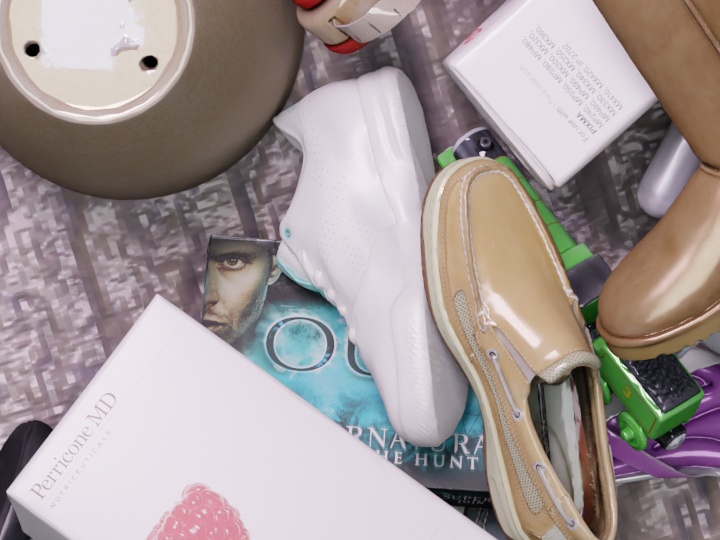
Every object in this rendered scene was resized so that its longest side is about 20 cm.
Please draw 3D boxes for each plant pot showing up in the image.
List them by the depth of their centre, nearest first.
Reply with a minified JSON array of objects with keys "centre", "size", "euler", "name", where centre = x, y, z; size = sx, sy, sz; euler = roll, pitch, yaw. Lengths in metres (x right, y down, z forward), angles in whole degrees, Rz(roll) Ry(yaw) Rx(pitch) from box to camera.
[{"centre":[-0.123,-0.121,1.305],"size":[0.187,0.200,0.188],"euler":[0,95,0],"name":"plant pot"}]

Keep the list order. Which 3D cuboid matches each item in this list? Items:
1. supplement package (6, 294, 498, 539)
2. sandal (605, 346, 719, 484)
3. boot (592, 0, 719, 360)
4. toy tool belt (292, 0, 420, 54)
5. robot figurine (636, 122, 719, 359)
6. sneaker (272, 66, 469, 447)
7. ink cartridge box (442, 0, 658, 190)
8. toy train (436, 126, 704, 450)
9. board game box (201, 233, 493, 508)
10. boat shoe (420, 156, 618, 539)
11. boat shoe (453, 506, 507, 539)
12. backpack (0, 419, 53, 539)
[{"centre":[-0.052,0.126,1.267],"size":[0.200,0.120,0.121],"euler":[35,77,5],"name":"supplement package"},{"centre":[0.168,0.076,1.401],"size":[0.202,0.050,0.083],"euler":[2,93,1],"name":"sandal"},{"centre":[0.144,-0.080,1.236],"size":[0.175,0.066,0.200],"euler":[-36,119,-3],"name":"boot"},{"centre":[-0.009,-0.222,1.324],"size":[0.123,0.125,0.200],"euler":[33,78,-30],"name":"toy tool belt"},{"centre":[0.220,-0.036,1.358],"size":[0.169,0.113,0.200],"euler":[21,94,-20],"name":"robot figurine"},{"centre":[0.000,0.000,1.356],"size":[0.088,0.075,0.200],"euler":[-14,67,14],"name":"sneaker"},{"centre":[0.139,-0.138,1.332],"size":[0.200,0.145,0.084],"euler":[-42,93,3],"name":"ink cartridge box"},{"centre":[0.103,0.006,1.357],"size":[0.042,0.056,0.200],"euler":[-30,70,-20],"name":"toy train"},{"centre":[0.016,0.052,1.376],"size":[0.200,0.028,0.135],"euler":[4,64,-2],"name":"board game box"},{"centre":[0.088,0.040,1.290],"size":[0.072,0.076,0.200],"euler":[-21,97,-25],"name":"boat shoe"},{"centre":[0.057,0.219,1.404],"size":[0.062,0.073,0.200],"euler":[9,90,2],"name":"boat shoe"},{"centre":[-0.109,0.184,1.373],"size":[0.200,0.154,0.163],"euler":[28,76,-16],"name":"backpack"}]
